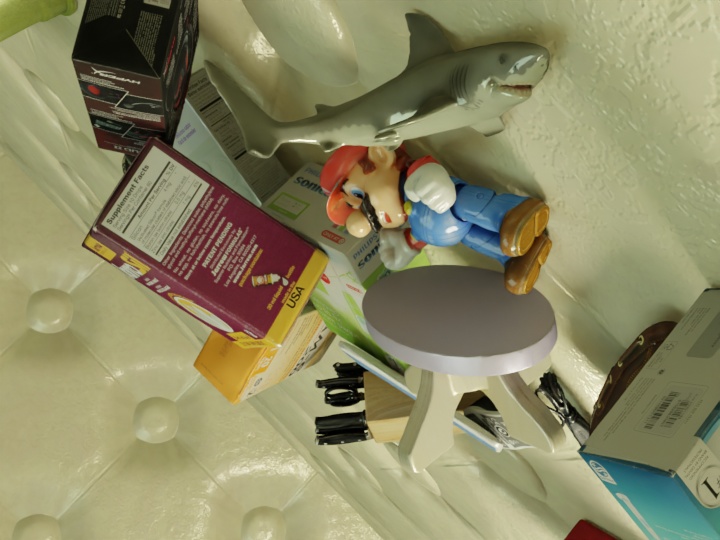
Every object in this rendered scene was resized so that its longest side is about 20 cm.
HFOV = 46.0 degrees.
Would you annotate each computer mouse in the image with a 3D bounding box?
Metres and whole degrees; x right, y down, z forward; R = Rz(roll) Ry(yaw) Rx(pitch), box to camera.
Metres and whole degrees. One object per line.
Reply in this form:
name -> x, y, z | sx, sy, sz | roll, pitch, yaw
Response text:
computer mouse -> 0.178, 0.153, 0.902 | 0.110, 0.044, 0.200 | 43, 158, -13

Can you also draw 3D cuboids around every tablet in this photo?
tablet -> 0.068, 0.139, 0.928 | 0.199, 0.014, 0.130 | 31, 173, 15

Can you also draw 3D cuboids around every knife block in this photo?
knife block -> 0.042, 0.175, 1.032 | 0.199, 0.176, 0.064 | 34, 160, 31

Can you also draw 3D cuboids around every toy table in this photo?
toy table -> 0.093, 0.079, 0.748 | 0.200, 0.183, 0.118 | 32, 143, 58

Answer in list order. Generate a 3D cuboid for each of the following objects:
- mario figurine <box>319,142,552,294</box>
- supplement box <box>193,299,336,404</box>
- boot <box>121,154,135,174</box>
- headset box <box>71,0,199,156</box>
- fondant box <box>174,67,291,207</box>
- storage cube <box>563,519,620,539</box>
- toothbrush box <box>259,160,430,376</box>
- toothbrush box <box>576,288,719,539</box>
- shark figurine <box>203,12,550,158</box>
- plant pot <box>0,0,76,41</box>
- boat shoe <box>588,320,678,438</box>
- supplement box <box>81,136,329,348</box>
mario figurine -> 0.044, -0.037, 0.670 | 0.199, 0.106, 0.125 | 25, 120, 31
supplement box -> -0.093, 0.069, 1.025 | 0.073, 0.127, 0.200 | 39, -155, 16
boot -> -0.300, -0.121, 1.329 | 0.204, 0.073, 0.154 | 54, 164, -12
headset box -> -0.196, -0.200, 0.772 | 0.074, 0.150, 0.200 | 11, 164, -7
fondant box -> -0.158, -0.110, 0.964 | 0.144, 0.058, 0.201 | -22, 106, 53
storage cube -> 0.308, 0.449, 1.028 | 0.170, 0.180, 0.201 | 16, 146, 57
toothbrush box -> 0.000, 0.000, 0.892 | 0.145, 0.086, 0.201 | 28, 154, 42
toothbrush box -> 0.252, 0.131, 0.513 | 0.200, 0.146, 0.085 | 51, 162, -14
shark figurine -> 0.018, -0.125, 0.560 | 0.128, 0.212, 0.091 | 4, -102, -74
plant pot -> -0.495, -0.356, 1.061 | 0.200, 0.184, 0.201 | 40, 161, 17
boat shoe -> 0.222, 0.102, 0.664 | 0.200, 0.070, 0.071 | 95, 166, -63
supplement box -> -0.150, -0.018, 0.811 | 0.199, 0.104, 0.131 | 35, 164, -15
